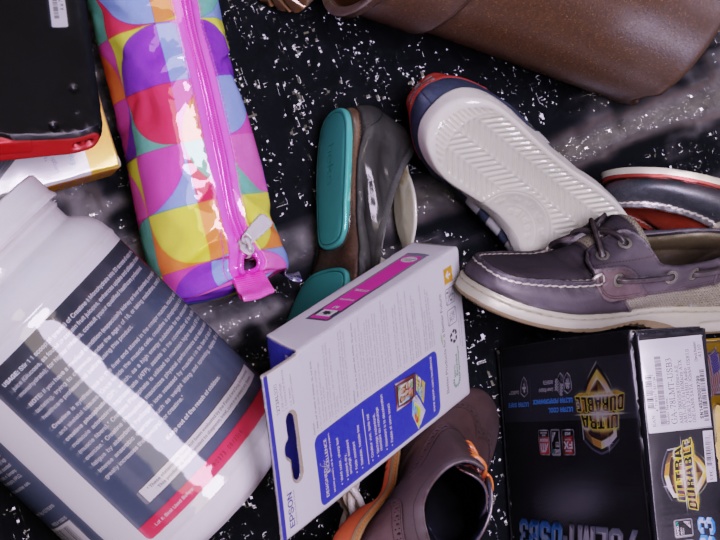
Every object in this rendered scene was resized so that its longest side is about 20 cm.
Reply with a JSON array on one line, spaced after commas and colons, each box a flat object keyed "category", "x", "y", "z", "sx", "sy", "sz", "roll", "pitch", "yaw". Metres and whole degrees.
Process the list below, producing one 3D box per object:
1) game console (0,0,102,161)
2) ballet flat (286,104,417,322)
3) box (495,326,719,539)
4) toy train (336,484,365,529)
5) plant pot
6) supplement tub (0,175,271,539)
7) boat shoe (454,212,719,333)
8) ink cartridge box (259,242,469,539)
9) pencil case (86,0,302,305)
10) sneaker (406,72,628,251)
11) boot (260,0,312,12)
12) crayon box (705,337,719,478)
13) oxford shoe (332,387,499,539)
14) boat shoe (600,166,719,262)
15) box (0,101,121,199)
[{"category": "game console", "x": -0.241, "y": -0.145, "z": 0.943, "sx": 0.177, "sy": 0.031, "sz": 0.200, "roll": -5, "pitch": 64, "yaw": -15}, {"category": "ballet flat", "x": 0.000, "y": 0.000, "z": 1.018, "sx": 0.068, "sy": 0.068, "sz": 0.200, "roll": 16, "pitch": 80, "yaw": -27}, {"category": "box", "x": 0.140, "y": 0.136, "z": 0.973, "sx": 0.050, "sy": 0.200, "sz": 0.199, "roll": -2, "pitch": 86, "yaw": -17}, {"category": "toy train", "x": -0.046, "y": 0.182, "z": 0.985, "sx": 0.116, "sy": 0.085, "sz": 0.200, "roll": -12, "pitch": 85, "yaw": -1}, {"category": "plant pot", "x": 0.109, "y": -0.204, "z": 1.012, "sx": 0.198, "sy": 0.200, "sz": 0.201, "roll": 22, "pitch": 79, "yaw": -21}, {"category": "supplement tub", "x": -0.150, "y": 0.061, "z": 0.928, "sx": 0.200, "sy": 0.140, "sz": 0.140, "roll": 45, "pitch": 75, "yaw": -8}, {"category": "boat shoe", "x": 0.148, "y": -0.003, "z": 1.004, "sx": 0.200, "sy": 0.072, "sz": 0.065, "roll": 4, "pitch": 112, "yaw": -27}, {"category": "ink cartridge box", "x": -0.003, "y": 0.061, "z": 0.930, "sx": 0.200, "sy": 0.037, "sz": 0.095, "roll": -34, "pitch": 124, "yaw": -53}, {"category": "pencil case", "x": -0.097, "y": -0.075, "z": 0.987, "sx": 0.088, "sy": 0.088, "sz": 0.200, "roll": -15, "pitch": 88, "yaw": -17}, {"category": "sneaker", "x": 0.100, "y": -0.051, "z": 1.052, "sx": 0.075, "sy": 0.085, "sz": 0.200, "roll": -41, "pitch": 121, "yaw": 4}, {"category": "boot", "x": -0.062, "y": -0.257, "z": 1.023, "sx": 0.107, "sy": 0.075, "sz": 0.200, "roll": -36, "pitch": 102, "yaw": -31}, {"category": "crayon box", "x": 0.190, "y": 0.104, "z": 0.989, "sx": 0.052, "sy": 0.200, "sz": 0.126, "roll": -4, "pitch": 86, "yaw": -16}, {"category": "oxford shoe", "x": 0.053, "y": 0.124, "z": 0.971, "sx": 0.071, "sy": 0.072, "sz": 0.200, "roll": 55, "pitch": 33, "yaw": -15}, {"category": "boat shoe", "x": 0.240, "y": -0.015, "z": 1.087, "sx": 0.200, "sy": 0.071, "sz": 0.063, "roll": 17, "pitch": 83, "yaw": -18}, {"category": "box", "x": -0.249, "y": -0.086, "z": 0.968, "sx": 0.200, "sy": 0.041, "sz": 0.119, "roll": -17, "pitch": 89, "yaw": -14}]
